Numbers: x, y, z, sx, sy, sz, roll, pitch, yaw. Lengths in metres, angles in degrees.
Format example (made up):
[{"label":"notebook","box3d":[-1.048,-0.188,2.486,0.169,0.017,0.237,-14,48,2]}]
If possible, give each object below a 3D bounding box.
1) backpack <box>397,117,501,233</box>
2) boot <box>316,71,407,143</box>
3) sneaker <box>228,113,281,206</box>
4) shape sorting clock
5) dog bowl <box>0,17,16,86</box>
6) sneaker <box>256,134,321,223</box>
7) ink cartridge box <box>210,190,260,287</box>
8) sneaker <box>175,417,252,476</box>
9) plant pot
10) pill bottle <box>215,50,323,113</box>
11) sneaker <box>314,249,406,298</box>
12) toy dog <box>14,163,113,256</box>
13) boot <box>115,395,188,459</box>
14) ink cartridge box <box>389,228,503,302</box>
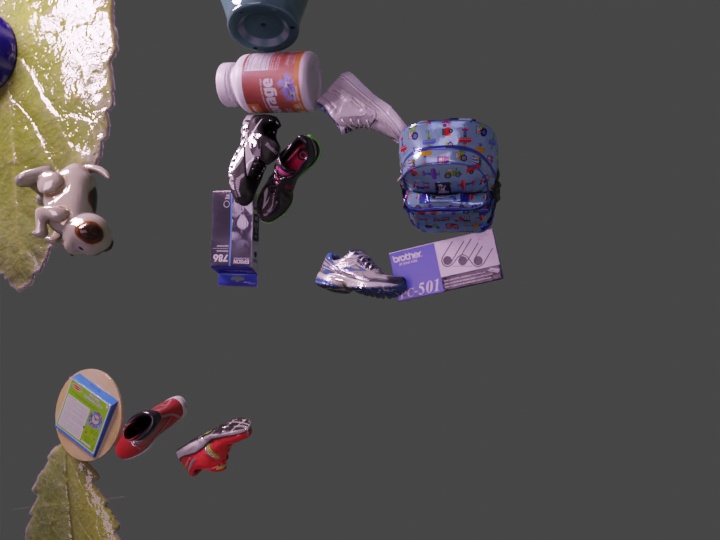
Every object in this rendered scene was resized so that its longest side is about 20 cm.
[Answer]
[{"label":"backpack","box3d":[0.149,-0.163,0.882,0.179,0.200,0.137,3,71,15]},{"label":"boot","box3d":[0.003,-0.288,0.995,0.095,0.074,0.200,-43,70,-3]},{"label":"sneaker","box3d":[-0.205,-0.228,1.032,0.089,0.066,0.204,-1,71,32]},{"label":"shape sorting clock","box3d":[-0.618,0.328,1.180,0.197,0.039,0.204,-2,86,22]},{"label":"dog bowl","box3d":[-0.948,-0.543,1.263,0.196,0.079,0.204,0,89,16]},{"label":"sneaker","box3d":[-0.156,-0.189,1.037,0.076,0.084,0.202,33,97,14]},{"label":"ink cartridge box","box3d":[-0.264,-0.066,1.089,0.098,0.039,0.204,0,90,15]},{"label":"sneaker","box3d":[-0.293,0.372,1.080,0.198,0.077,0.086,-30,87,24]},{"label":"plant pot","box3d":[-0.180,-0.532,0.970,0.196,0.200,0.192,-7,76,15]},{"label":"pill bottle","box3d":[-0.181,-0.372,1.032,0.196,0.112,0.114,3,90,16]},{"label":"sneaker","box3d":[0.000,0.000,0.982,0.197,0.077,0.087,7,78,32]},{"label":"toy dog","box3d":[-0.631,-0.123,1.156,0.192,0.140,0.202,-26,79,-24]},{"label":"boot","box3d":[-0.476,0.345,1.088,0.199,0.144,0.073,-39,82,13]},{"label":"ink cartridge box","box3d":[0.160,-0.007,0.968,0.197,0.044,0.096,-13,84,15]}]
